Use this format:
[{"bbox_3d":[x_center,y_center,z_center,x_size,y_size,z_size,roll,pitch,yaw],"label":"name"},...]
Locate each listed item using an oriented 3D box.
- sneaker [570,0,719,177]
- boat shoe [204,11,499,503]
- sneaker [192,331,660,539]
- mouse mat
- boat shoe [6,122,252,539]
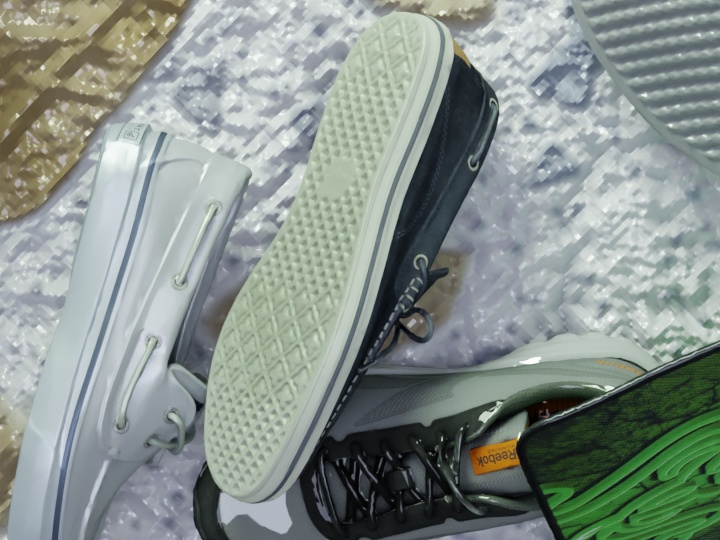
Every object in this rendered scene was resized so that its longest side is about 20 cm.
[{"bbox_3d":[0.172,-0.072,0.972,0.200,0.079,0.079,44,51,8],"label":"sneaker"},{"bbox_3d":[0.000,0.000,0.971,0.062,0.074,0.201,28,81,-40],"label":"boat shoe"},{"bbox_3d":[0.028,0.072,0.983,0.198,0.079,0.075,-15,97,3],"label":"sneaker"},{"bbox_3d":[0.164,0.061,0.957,0.199,0.161,0.008,-23,55,3],"label":"mouse mat"},{"bbox_3d":[-0.090,0.045,0.983,0.066,0.074,0.202,13,95,1],"label":"boat shoe"}]
